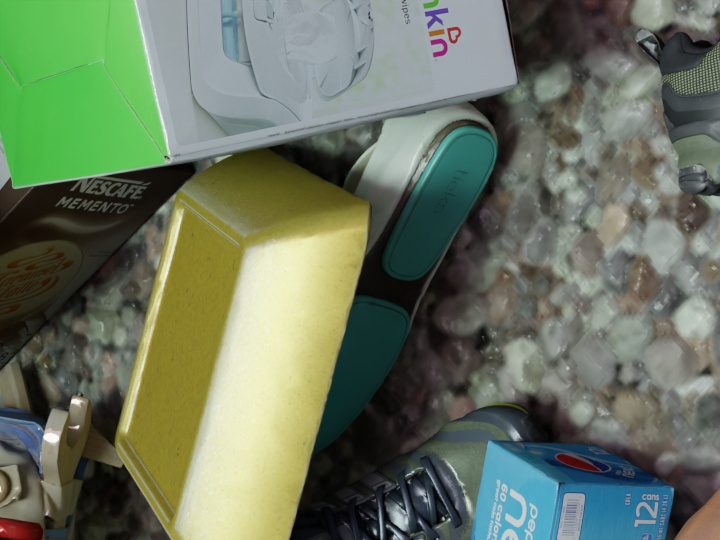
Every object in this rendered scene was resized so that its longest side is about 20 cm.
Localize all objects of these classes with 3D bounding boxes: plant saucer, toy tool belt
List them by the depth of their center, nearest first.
[{"bbox_3d":[-0.070,0.044,0.857,0.200,0.048,0.202,-147,71,-69],"label":"plant saucer"},{"bbox_3d":[-0.189,0.107,0.927,0.200,0.124,0.124,164,116,-74],"label":"toy tool belt"}]

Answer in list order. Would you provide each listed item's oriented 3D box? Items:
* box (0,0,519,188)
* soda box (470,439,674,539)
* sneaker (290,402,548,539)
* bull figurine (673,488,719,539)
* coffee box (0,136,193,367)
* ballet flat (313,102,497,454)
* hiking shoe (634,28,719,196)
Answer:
[{"bbox_3d":[-0.057,-0.101,0.798,0.200,0.175,0.098,-1,102,62],"label":"box"},{"bbox_3d":[0.082,0.183,0.797,0.068,0.064,0.202,26,108,63],"label":"soda box"},{"bbox_3d":[0.009,0.132,0.853,0.200,0.081,0.074,-39,70,23],"label":"sneaker"},{"bbox_3d":[0.139,0.169,0.735,0.200,0.065,0.122,-43,102,-11],"label":"bull figurine"},{"bbox_3d":[-0.206,-0.024,0.968,0.200,0.114,0.080,-43,68,23],"label":"coffee box"},{"bbox_3d":[0.000,0.000,0.881,0.069,0.069,0.201,35,101,27],"label":"ballet flat"},{"bbox_3d":[0.209,-0.108,0.746,0.199,0.076,0.101,-26,79,28],"label":"hiking shoe"}]
